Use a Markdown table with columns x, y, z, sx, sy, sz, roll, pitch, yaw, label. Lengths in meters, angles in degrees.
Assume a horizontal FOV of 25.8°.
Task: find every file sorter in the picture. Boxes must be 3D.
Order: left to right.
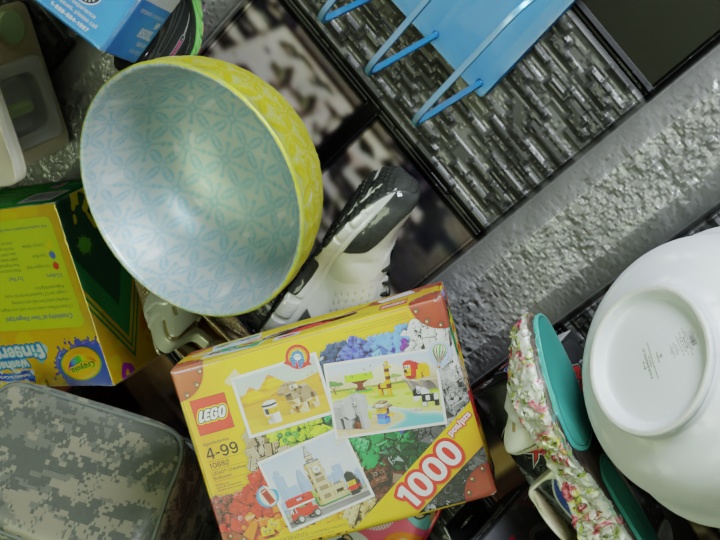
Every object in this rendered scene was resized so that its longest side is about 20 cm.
| x | y | z | sx | sy | sz | roll | pitch | yaw | label |
| --- | --- | --- | --- | --- | --- | --- | --- | --- | --- |
| 0.032 | -0.213 | 1.022 | 0.200 | 0.123 | 0.139 | 48 | 130 | 4 | file sorter |

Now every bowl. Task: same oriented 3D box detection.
| x | y | z | sx | sy | sz | roll | pitch | yaw | label |
| --- | --- | --- | --- | --- | --- | --- | --- | --- | --- |
| -0.100 | -0.075 | 1.183 | 0.200 | 0.108 | 0.200 | 14 | 119 | 27 | bowl |
| 0.210 | 0.062 | 0.999 | 0.201 | 0.090 | 0.201 | -13 | 73 | 47 | bowl |

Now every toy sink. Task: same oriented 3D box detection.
| x | y | z | sx | sy | sz | roll | pitch | yaw | label |
| --- | --- | --- | --- | --- | --- | --- | --- | --- | --- |
| -0.325 | -0.142 | 1.296 | 0.200 | 0.112 | 0.130 | -4 | 110 | 40 | toy sink |

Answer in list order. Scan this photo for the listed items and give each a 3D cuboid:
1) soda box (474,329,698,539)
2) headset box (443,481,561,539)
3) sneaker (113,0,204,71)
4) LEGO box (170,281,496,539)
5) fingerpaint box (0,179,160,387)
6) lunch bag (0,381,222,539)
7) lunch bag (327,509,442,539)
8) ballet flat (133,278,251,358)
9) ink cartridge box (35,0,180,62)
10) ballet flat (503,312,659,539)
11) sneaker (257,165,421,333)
| x | y | z | sx | sy | sz | roll | pitch | yaw | label |
| --- | --- | --- | --- | --- | --- | --- | --- | --- | --- |
| 0.168 | 0.149 | 1.140 | 0.063 | 0.071 | 0.200 | -30 | 95 | 33 | soda box |
| 0.136 | 0.255 | 1.164 | 0.200 | 0.149 | 0.075 | 48 | 128 | 4 | headset box |
| -0.169 | -0.238 | 1.163 | 0.077 | 0.084 | 0.200 | -3 | 108 | 33 | sneaker |
| -0.016 | 0.109 | 1.141 | 0.200 | 0.077 | 0.149 | -16 | 96 | 6 | LEGO box |
| -0.288 | 0.014 | 1.372 | 0.200 | 0.073 | 0.167 | -5 | 109 | 35 | fingerpaint box |
| -0.229 | 0.192 | 1.359 | 0.200 | 0.139 | 0.168 | 14 | 161 | 16 | lunch bag |
| -0.034 | 0.192 | 1.258 | 0.176 | 0.082 | 0.200 | 23 | 121 | -1 | lunch bag |
| -0.128 | 0.061 | 1.295 | 0.200 | 0.065 | 0.071 | 42 | 131 | 10 | ballet flat |
| -0.163 | -0.268 | 1.087 | 0.145 | 0.084 | 0.200 | 38 | 96 | 7 | ink cartridge box |
| 0.135 | 0.128 | 1.065 | 0.064 | 0.076 | 0.200 | -25 | 93 | 23 | ballet flat |
| 0.000 | 0.000 | 1.190 | 0.080 | 0.074 | 0.200 | 34 | 133 | -3 | sneaker |
